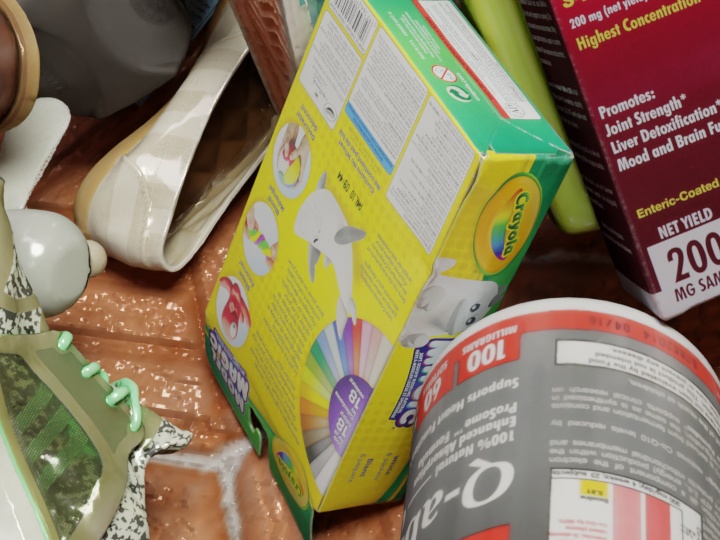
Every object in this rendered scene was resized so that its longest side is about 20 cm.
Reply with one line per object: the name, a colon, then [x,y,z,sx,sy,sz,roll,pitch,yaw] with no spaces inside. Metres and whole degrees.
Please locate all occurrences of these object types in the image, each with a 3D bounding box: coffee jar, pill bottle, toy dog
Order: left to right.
toy dog: [-0.171,-0.022,0.825,0.096,0.133,0.200,-6,40,-43]
coffee jar: [-0.144,-0.168,0.847,0.085,0.104,0.201,-29,55,9]
pill bottle: [0.067,0.113,0.602,0.114,0.117,0.201,-6,38,12]

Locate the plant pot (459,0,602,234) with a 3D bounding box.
plant pot: [0.124,-0.150,0.756,0.198,0.201,0.182,-21,12,-1]

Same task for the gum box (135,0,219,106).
gum box: [-0.097,-0.209,0.929,0.200,0.044,0.170,-50,49,8]

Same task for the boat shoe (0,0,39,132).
boat shoe: [-0.213,-0.102,0.781,0.070,0.071,0.199,-6,21,-44]

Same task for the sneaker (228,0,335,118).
sneaker: [-0.004,-0.102,0.766,0.079,0.200,0.072,-32,63,-7]

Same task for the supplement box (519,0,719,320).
supplement box: [0.113,-0.098,0.643,0.108,0.202,0.061,-22,10,-1]

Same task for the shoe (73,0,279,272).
shoe: [-0.049,-0.080,0.847,0.053,0.070,0.201,22,69,45]

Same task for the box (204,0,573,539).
box: [0.000,0.000,0.711,0.048,0.201,0.118,-1,42,-34]

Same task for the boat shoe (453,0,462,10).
boat shoe: [0.015,-0.198,0.924,0.062,0.075,0.200,-32,45,-3]

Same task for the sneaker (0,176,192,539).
sneaker: [-0.112,0.059,0.713,0.088,0.202,0.077,-13,5,-21]
